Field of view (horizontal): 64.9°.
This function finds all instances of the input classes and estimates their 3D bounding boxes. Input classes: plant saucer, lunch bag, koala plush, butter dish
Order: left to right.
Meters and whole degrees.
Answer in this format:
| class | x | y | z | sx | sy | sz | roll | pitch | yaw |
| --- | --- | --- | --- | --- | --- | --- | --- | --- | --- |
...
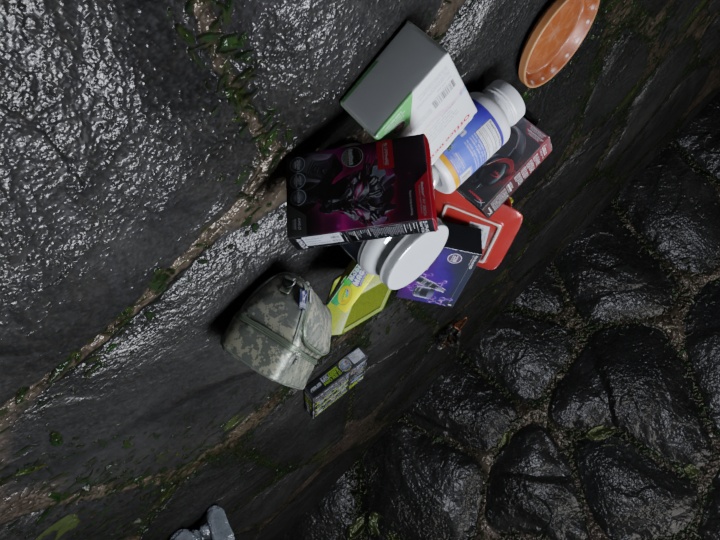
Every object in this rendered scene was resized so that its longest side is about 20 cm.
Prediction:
| class | x | y | z | sx | sy | sz | roll | pitch | yaw |
| --- | --- | --- | --- | --- | --- | --- | --- | --- | --- |
| koala plush | -0.468 | 0.839 | 1.689 | 0.177 | 0.184 | 0.200 | -25 | 163 | -39 |
| lunch bag | -0.131 | 0.104 | 1.000 | 0.169 | 0.139 | 0.200 | -61 | 162 | -11 |
| plant saucer | 0.008 | 0.060 | 1.290 | 0.199 | 0.048 | 0.200 | -28 | 153 | -36 |
| butter dish | 0.252 | -0.128 | 1.263 | 0.201 | 0.198 | 0.148 | 103 | 12 | -51 |
| plant saucer | 0.368 | -0.442 | 1.064 | 0.200 | 0.032 | 0.201 | -38 | 156 | -19 |

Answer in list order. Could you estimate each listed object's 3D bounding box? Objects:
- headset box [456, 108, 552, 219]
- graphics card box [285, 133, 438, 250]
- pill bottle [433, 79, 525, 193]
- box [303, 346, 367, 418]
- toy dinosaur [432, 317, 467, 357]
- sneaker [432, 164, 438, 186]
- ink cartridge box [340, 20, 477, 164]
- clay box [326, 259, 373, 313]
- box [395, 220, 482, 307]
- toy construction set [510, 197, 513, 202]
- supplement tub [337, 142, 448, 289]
| class | x | y | z | sx | sy | sz | roll | pitch | yaw |
| --- | --- | --- | --- | --- | --- | --- | --- | --- | --- |
| headset box | 0.257 | -0.227 | 1.090 | 0.200 | 0.149 | 0.075 | -47 | 158 | 9 |
| graphics card box | -0.001 | -0.104 | 0.762 | 0.198 | 0.127 | 0.051 | -7 | 162 | 12 |
| pill bottle | 0.191 | -0.241 | 1.000 | 0.200 | 0.112 | 0.112 | -43 | 158 | -5 |
| box | -0.071 | 0.320 | 1.614 | 0.199 | 0.044 | 0.161 | -35 | 156 | -23 |
| toy dinosaur | 0.345 | 0.245 | 2.184 | 0.136 | 0.101 | 0.201 | -54 | 157 | -49 |
| sneaker | 0.074 | -0.140 | 1.016 | 0.200 | 0.075 | 0.089 | -38 | -175 | 45 |
| ink cartridge box | 0.079 | -0.240 | 0.837 | 0.145 | 0.088 | 0.200 | -48 | 156 | 10 |
| clay box | 0.000 | 0.000 | 1.063 | 0.115 | 0.047 | 0.200 | -54 | -176 | 22 |
| box | 0.166 | -0.014 | 1.236 | 0.140 | 0.079 | 0.201 | 9 | 142 | -6 |
| toy construction set | 0.334 | -0.181 | 1.380 | 0.130 | 0.093 | 0.201 | -14 | 143 | -8 |
| supplement tub | 0.021 | -0.083 | 0.858 | 0.140 | 0.200 | 0.141 | -37 | 157 | -19 |
